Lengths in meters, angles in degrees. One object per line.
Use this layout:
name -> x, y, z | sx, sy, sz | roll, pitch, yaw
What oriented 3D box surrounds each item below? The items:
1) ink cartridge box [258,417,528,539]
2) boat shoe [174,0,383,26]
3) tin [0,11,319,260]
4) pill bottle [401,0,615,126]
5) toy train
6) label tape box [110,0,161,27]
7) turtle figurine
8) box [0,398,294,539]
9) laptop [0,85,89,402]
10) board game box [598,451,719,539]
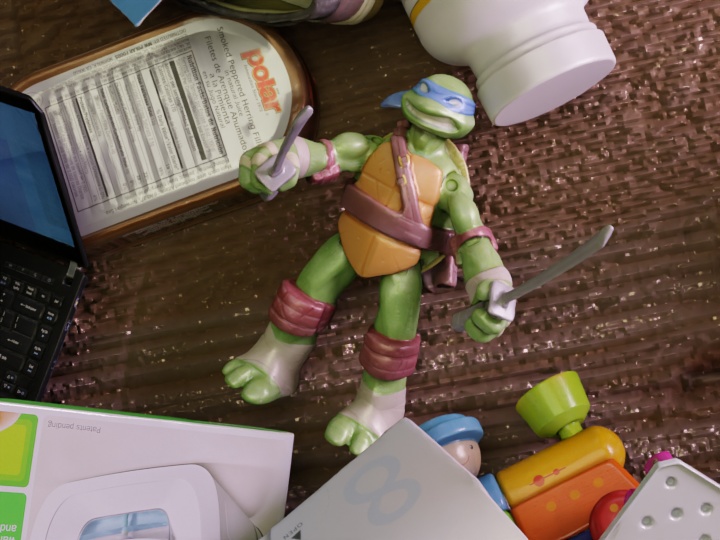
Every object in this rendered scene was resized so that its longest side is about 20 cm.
ink cartridge box -> 0.012, 0.167, 0.717 | 0.160, 0.200, 0.047 | -39, 119, -9
boat shoe -> -0.081, -0.176, 0.874 | 0.201, 0.066, 0.072 | 20, 112, 29
tin -> -0.121, -0.076, 0.912 | 0.200, 0.042, 0.112 | -20, 85, 6
pill bottle -> 0.061, -0.182, 0.859 | 0.104, 0.104, 0.200 | -26, 81, 6
toy train -> 0.124, 0.101, 0.836 | 0.200, 0.085, 0.116 | -27, 65, 3
label tape box -> -0.127, -0.235, 0.864 | 0.144, 0.063, 0.200 | -47, 41, 2
turtle figurine -> 0.000, 0.000, 0.813 | 0.144, 0.200, 0.194 | 14, 113, -20
box -> -0.149, 0.156, 0.805 | 0.097, 0.200, 0.177 | -1, 80, 51
laptop -> -0.250, -0.008, 0.873 | 0.177, 0.103, 0.200 | 19, 87, 25
board game box -> 0.162, 0.210, 0.762 | 0.200, 0.026, 0.200 | 31, 102, -13
